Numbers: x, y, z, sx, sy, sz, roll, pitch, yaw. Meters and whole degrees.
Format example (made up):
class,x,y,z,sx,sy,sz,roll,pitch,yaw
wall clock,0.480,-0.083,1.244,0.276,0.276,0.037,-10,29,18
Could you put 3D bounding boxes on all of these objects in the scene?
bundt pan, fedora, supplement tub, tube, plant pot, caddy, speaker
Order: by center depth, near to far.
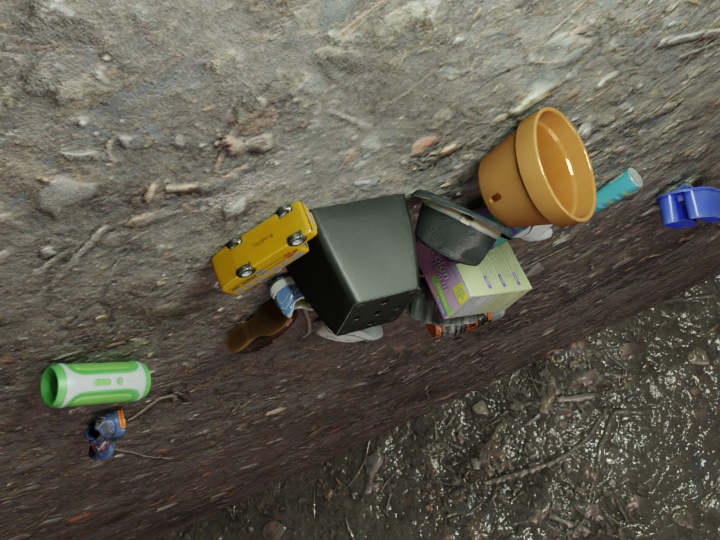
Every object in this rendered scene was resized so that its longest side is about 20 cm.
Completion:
class,x,y,z,sx,sy,sz,roll,pitch,yaw
plant pot,0.299,-0.160,1.204,0.139,0.203,0.198,-21,164,41
fedora,0.169,-0.068,1.248,0.200,0.199,0.093,17,100,-58
plant pot,0.000,0.000,1.262,0.197,0.179,0.201,-13,155,-26
speaker,-0.519,0.223,1.370,0.088,0.089,0.199,-37,154,31
bundt pan,0.190,0.050,1.585,0.199,0.201,0.077,-11,114,-28
tube,0.565,-0.166,1.630,0.077,0.051,0.200,5,150,-36
supplement tub,0.267,0.098,1.815,0.197,0.124,0.123,-19,158,-10
caddy,0.867,-0.177,1.824,0.140,0.107,0.198,-11,172,44

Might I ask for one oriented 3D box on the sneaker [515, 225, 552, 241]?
class,x,y,z,sx,sy,sz,roll,pitch,yaw
sneaker,0.411,-0.128,1.523,0.198,0.076,0.114,-29,159,25

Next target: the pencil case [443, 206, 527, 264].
class,x,y,z,sx,sy,sz,roll,pitch,yaw
pencil case,0.248,-0.088,1.391,0.198,0.085,0.094,-26,118,-26

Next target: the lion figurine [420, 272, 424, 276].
class,x,y,z,sx,sy,sz,roll,pitch,yaw
lion figurine,0.043,0.037,1.516,0.200,0.123,0.072,-45,170,10

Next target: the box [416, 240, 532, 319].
class,x,y,z,sx,sy,sz,roll,pitch,yaw
box,0.238,-0.004,1.484,0.198,0.178,0.097,-5,151,-39

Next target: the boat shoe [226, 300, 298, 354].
class,x,y,z,sx,sy,sz,roll,pitch,yaw
boat shoe,-0.199,0.122,1.480,0.199,0.071,0.070,-28,152,33

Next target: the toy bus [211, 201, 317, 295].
class,x,y,z,sx,sy,sz,roll,pitch,yaw
toy bus,-0.159,-0.035,1.172,0.198,0.066,0.078,-31,157,16

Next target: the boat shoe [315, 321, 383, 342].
class,x,y,z,sx,sy,sz,roll,pitch,yaw
boat shoe,-0.026,0.146,1.703,0.065,0.073,0.199,-33,156,34

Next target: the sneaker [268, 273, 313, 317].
class,x,y,z,sx,sy,sz,roll,pitch,yaw
sneaker,-0.082,0.038,1.396,0.198,0.078,0.076,-18,156,-17

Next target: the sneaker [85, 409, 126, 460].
class,x,y,z,sx,sy,sz,roll,pitch,yaw
sneaker,-0.632,0.398,1.686,0.078,0.076,0.201,5,137,-35
